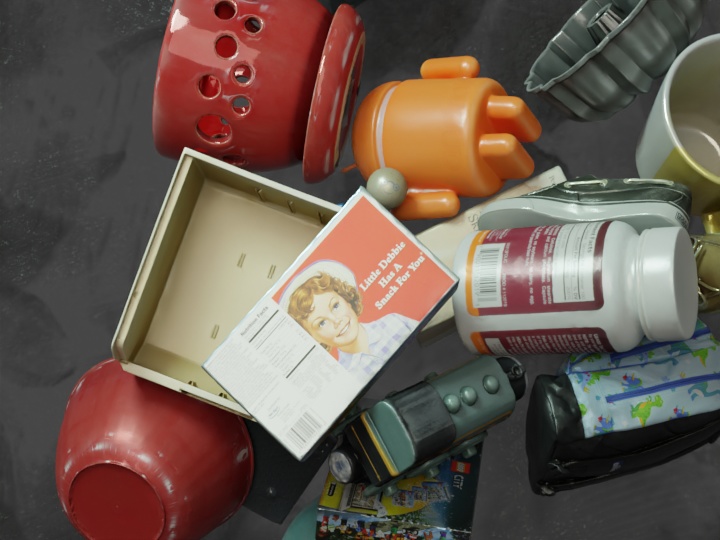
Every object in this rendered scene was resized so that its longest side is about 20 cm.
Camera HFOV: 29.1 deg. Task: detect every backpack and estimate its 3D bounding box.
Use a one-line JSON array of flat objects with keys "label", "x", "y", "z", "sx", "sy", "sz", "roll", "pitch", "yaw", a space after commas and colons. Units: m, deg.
[{"label": "backpack", "x": 0.255, "y": 0.123, "z": 1.284, "sx": 0.197, "sy": 0.164, "sz": 0.156, "roll": -3, "pitch": 63, "yaw": -1}]

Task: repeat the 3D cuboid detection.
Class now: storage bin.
[{"label": "storage bin", "x": -0.095, "y": 0.026, "z": 1.239, "sx": 0.197, "sy": 0.094, "sz": 0.201, "roll": 20, "pitch": 83, "yaw": 3}]

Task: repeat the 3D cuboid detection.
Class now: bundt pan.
[{"label": "bundt pan", "x": 0.256, "y": -0.221, "z": 1.343, "sx": 0.076, "sy": 0.202, "sz": 0.202, "roll": 43, "pitch": 85, "yaw": -11}]

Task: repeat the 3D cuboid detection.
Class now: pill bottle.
[{"label": "pill bottle", "x": 0.190, "y": 0.016, "z": 1.224, "sx": 0.197, "sy": 0.114, "sz": 0.116, "roll": -3, "pitch": 76, "yaw": 26}]

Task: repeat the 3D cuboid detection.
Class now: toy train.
[{"label": "toy train", "x": 0.063, "y": 0.130, "z": 1.205, "sx": 0.198, "sy": 0.114, "sz": 0.086, "roll": -19, "pitch": 77, "yaw": -41}]

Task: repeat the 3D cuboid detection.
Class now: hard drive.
[{"label": "hard drive", "x": -0.128, "y": 0.143, "z": 1.335, "sx": 0.199, "sy": 0.042, "sz": 0.136, "roll": 33, "pitch": 118, "yaw": -1}]

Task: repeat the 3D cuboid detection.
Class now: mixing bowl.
[{"label": "mixing bowl", "x": -0.207, "y": 0.192, "z": 1.293, "sx": 0.197, "sy": 0.109, "sz": 0.203, "roll": 5, "pitch": 115, "yaw": 11}]

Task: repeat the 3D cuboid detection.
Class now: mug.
[{"label": "mug", "x": 0.326, "y": -0.107, "z": 1.311, "sx": 0.148, "sy": 0.153, "sz": 0.189, "roll": 21, "pitch": 72, "yaw": -2}]

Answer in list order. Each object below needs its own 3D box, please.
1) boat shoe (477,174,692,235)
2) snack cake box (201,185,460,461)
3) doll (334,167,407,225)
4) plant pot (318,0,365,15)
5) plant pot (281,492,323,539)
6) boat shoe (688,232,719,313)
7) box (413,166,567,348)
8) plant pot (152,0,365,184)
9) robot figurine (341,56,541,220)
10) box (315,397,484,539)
[{"label": "boat shoe", "x": 0.207, "y": -0.051, "z": 1.284, "sx": 0.197, "sy": 0.071, "sz": 0.064, "roll": 2, "pitch": 47, "yaw": 23}, {"label": "snack cake box", "x": -0.023, "y": 0.046, "z": 1.155, "sx": 0.115, "sy": 0.067, "sz": 0.200, "roll": 42, "pitch": 86, "yaw": 7}, {"label": "doll", "x": 0.000, "y": 0.000, "z": 1.311, "sx": 0.135, "sy": 0.048, "sz": 0.203, "roll": 19, "pitch": 83, "yaw": 3}, {"label": "plant pot", "x": -0.029, "y": -0.380, "z": 1.412, "sx": 0.194, "sy": 0.196, "sz": 0.202, "roll": -31, "pitch": 86, "yaw": -1}, {"label": "plant pot", "x": 0.007, "y": 0.290, "z": 1.283, "sx": 0.197, "sy": 0.135, "sz": 0.203, "roll": -1, "pitch": 78, "yaw": 6}, {"label": "boat shoe", "x": 0.284, "y": 0.003, "z": 1.283, "sx": 0.062, "sy": 0.200, "sz": 0.074, "roll": -3, "pitch": 92, "yaw": -30}, {"label": "box", "x": 0.126, "y": -0.012, "z": 1.363, "sx": 0.198, "sy": 0.078, "sz": 0.096, "roll": -27, "pitch": 76, "yaw": 0}, {"label": "plant pot", "x": -0.094, "y": -0.193, "z": 1.370, "sx": 0.180, "sy": 0.201, "sz": 0.203, "roll": 11, "pitch": 79, "yaw": 3}, {"label": "robot figurine", "x": 0.076, "y": -0.131, "z": 1.362, "sx": 0.197, "sy": 0.116, "sz": 0.146, "roll": 2, "pitch": 108, "yaw": 30}, {"label": "box", "x": 0.041, "y": 0.189, "z": 1.274, "sx": 0.134, "sy": 0.200, "sz": 0.038, "roll": 8, "pitch": 115, "yaw": 6}]
